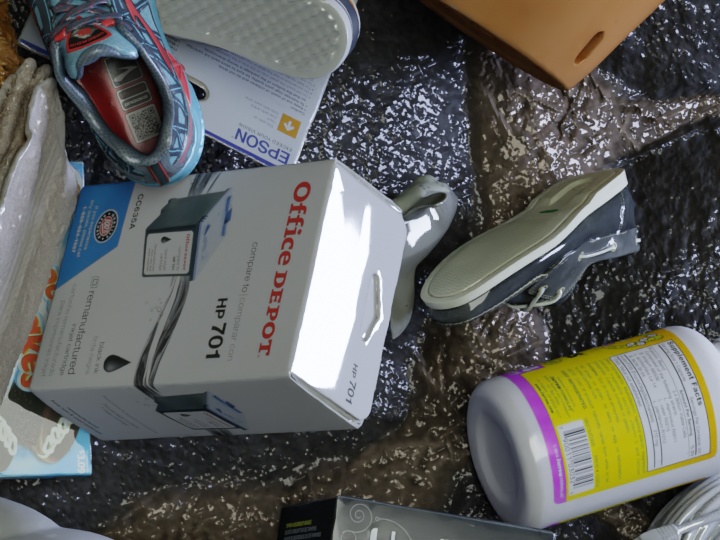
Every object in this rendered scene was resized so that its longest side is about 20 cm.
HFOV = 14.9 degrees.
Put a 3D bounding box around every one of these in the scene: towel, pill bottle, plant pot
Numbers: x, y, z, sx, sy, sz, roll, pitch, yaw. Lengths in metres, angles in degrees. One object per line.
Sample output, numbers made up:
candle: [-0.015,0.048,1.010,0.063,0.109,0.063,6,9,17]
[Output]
towel: [-0.208,-0.015,1.621,0.034,0.133,0.200,9,54,9]
pill bottle: [0.178,0.098,1.810,0.200,0.104,0.104,-15,88,-19]
plant pot: [0.117,-0.211,1.795,0.200,0.200,0.140,32,92,-11]

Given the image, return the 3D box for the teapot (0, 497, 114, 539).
teapot: [-0.211,0.249,1.654,0.197,0.146,0.200,57,47,-38]

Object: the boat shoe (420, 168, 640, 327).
boat shoe: [0.117,-0.003,1.797,0.200,0.072,0.068,-31,112,-43]

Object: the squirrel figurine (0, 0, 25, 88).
squirrel figurine: [-0.273,-0.131,1.655,0.200,0.142,0.187,1,38,-42]

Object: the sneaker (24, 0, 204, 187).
sneaker: [-0.152,-0.144,1.634,0.079,0.096,0.200,-29,92,4]

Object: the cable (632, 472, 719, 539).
cable: [0.277,0.227,1.844,0.200,0.069,0.200,-30,93,-19]

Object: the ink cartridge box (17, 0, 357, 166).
ink cartridge box: [-0.106,-0.176,1.766,0.196,0.043,0.200,27,63,-13]

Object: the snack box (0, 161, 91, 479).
snack box: [-0.231,0.031,1.725,0.116,0.037,0.200,0,83,-18]

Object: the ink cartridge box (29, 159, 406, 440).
ink cartridge box: [-0.087,0.020,1.672,0.086,0.200,0.147,38,56,-46]

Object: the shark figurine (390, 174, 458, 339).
shark figurine: [-0.011,0.008,1.756,0.214,0.128,0.090,-22,102,-18]

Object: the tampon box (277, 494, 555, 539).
tampon box: [0.022,0.253,1.730,0.150,0.126,0.200,12,79,-16]

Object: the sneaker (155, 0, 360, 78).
sneaker: [-0.094,-0.180,1.709,0.200,0.079,0.079,28,109,3]
